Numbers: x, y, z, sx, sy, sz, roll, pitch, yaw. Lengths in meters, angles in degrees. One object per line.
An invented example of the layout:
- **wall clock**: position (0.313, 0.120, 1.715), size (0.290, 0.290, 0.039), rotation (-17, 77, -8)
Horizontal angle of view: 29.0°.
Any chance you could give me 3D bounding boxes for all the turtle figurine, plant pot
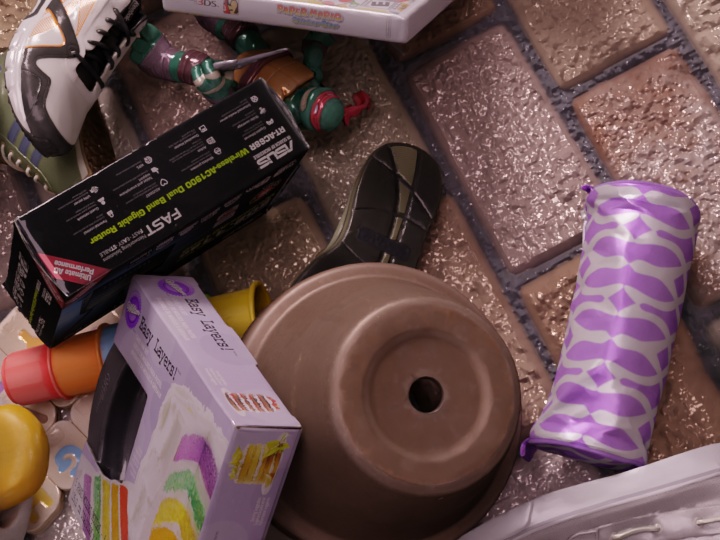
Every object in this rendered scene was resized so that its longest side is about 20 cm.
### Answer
- **turtle figurine**: position (-0.071, -0.152, 1.040), size (0.200, 0.101, 0.150), rotation (27, 44, 34)
- **plant pot**: position (0.020, 0.081, 0.862), size (0.199, 0.175, 0.201), rotation (2, 79, -10)

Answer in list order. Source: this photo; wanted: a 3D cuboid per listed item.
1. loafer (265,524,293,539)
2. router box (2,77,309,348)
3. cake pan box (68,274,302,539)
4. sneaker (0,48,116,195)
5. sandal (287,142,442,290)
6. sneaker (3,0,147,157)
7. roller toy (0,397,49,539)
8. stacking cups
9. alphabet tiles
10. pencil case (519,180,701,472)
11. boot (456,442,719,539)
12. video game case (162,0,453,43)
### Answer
- **loafer**: position (-0.075, 0.177, 0.948), size (0.072, 0.063, 0.201), rotation (25, 72, -15)
- **router box**: position (-0.143, -0.036, 0.956), size (0.200, 0.150, 0.062), rotation (-33, 86, -22)
- **cake pan box**: position (-0.119, 0.123, 0.886), size (0.200, 0.052, 0.185), rotation (48, 122, 51)
- **sneaker**: position (-0.247, -0.096, 1.087), size (0.090, 0.067, 0.201), rotation (-24, 64, 8)
- **sandal**: position (0.001, 0.000, 0.997), size (0.080, 0.057, 0.201), rotation (32, 65, -5)
- **sneaker**: position (-0.205, -0.173, 1.030), size (0.080, 0.074, 0.201), rotation (-4, 59, 16)
- **roller toy**: position (-0.328, 0.153, 0.971), size (0.182, 0.140, 0.200), rotation (33, 95, 20)
- **stacking cups**: position (-0.160, 0.055, 1.002), size (0.199, 0.061, 0.061), rotation (-11, 69, 13)
- **alphabet tiles**: position (-0.206, 0.093, 1.034), size (0.195, 0.015, 0.200), rotation (41, 84, 22)
- **pencil case**: position (0.168, 0.035, 0.926), size (0.085, 0.084, 0.201), rotation (9, 74, 22)
- **boot**: position (0.161, 0.185, 0.881), size (0.199, 0.074, 0.096), rotation (-21, 67, 8)
- **video game case**: position (-0.020, -0.215, 1.023), size (0.181, 0.023, 0.200), rotation (10, 29, 17)
